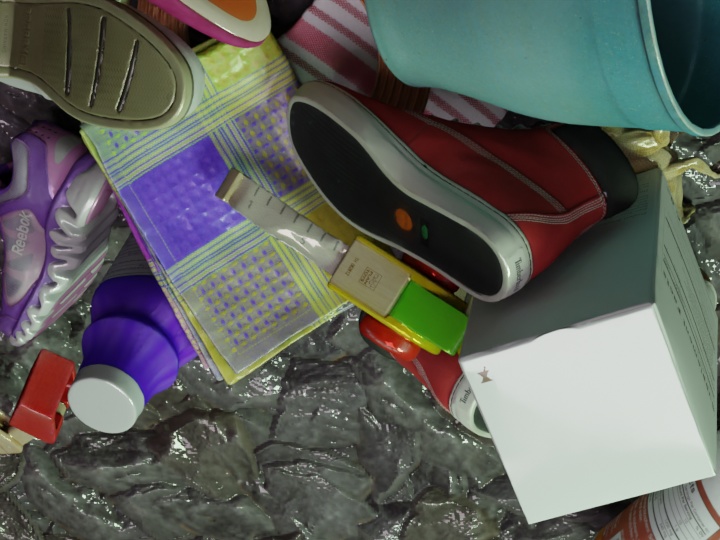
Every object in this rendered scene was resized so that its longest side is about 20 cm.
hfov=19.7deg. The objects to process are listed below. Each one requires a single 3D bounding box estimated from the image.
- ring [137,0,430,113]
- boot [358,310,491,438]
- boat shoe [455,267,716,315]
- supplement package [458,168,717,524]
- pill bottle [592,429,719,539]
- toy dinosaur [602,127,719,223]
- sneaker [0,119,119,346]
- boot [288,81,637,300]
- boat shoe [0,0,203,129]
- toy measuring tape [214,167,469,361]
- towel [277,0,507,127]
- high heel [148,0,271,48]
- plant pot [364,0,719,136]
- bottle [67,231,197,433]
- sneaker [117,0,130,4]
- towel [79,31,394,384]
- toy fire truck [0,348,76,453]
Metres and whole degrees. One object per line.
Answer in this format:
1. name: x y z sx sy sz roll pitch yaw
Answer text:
1. ring: -0.048 -0.145 1.314 0.200 0.019 0.201 10 120 17
2. boot: 0.083 0.072 1.467 0.072 0.144 0.200 -55 144 2
3. boat shoe: 0.141 0.010 1.401 0.199 0.068 0.075 13 126 2
4. supplement package: 0.144 0.043 1.262 0.121 0.200 0.120 -17 111 17
5. pill bottle: 0.264 0.183 1.489 0.112 0.112 0.200 32 126 -16
6. toy dinosaur: 0.171 -0.086 1.315 0.101 0.058 0.200 -42 123 19
7. sneaker: -0.222 -0.031 1.428 0.088 0.081 0.200 34 135 5
8. boot: 0.064 -0.073 1.262 0.200 0.144 0.073 36 143 29
9. boat shoe: -0.167 -0.133 1.242 0.200 0.068 0.075 21 105 30
10. toy measuring tape: 0.000 0.000 1.302 0.200 0.074 0.074 33 128 7
11. towel: 0.001 -0.109 1.359 0.146 0.030 0.200 36 124 -15
12. high heel: -0.143 -0.188 1.193 0.200 0.067 0.096 44 142 -8
13. plant pot: 0.111 -0.175 1.195 0.188 0.200 0.200 0 129 28
14. bottle: -0.134 0.025 1.368 0.083 0.200 0.065 0 128 20
15. sneaker: -0.168 -0.218 1.259 0.077 0.089 0.200 13 129 -1
16. towel: -0.075 -0.044 1.310 0.143 0.023 0.200 -29 104 -6
17. toy fire truck: -0.291 0.102 1.515 0.141 0.049 0.200 21 150 -7
